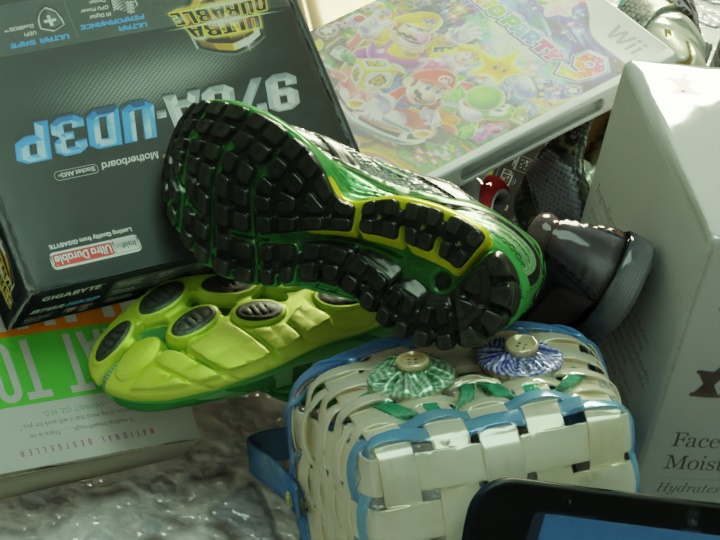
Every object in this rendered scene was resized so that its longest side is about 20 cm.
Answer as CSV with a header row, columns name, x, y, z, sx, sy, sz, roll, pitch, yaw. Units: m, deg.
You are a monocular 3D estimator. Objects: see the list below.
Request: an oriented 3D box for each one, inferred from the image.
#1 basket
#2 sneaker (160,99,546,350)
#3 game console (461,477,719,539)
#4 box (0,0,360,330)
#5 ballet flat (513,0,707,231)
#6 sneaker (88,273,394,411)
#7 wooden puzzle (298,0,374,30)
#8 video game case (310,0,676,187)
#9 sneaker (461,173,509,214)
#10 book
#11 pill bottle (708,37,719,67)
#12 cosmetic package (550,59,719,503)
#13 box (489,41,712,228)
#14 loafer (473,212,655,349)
name,x,y,z,sx,sy,sz,roll,pitch,yaw
basket,0.048,0.093,1.085,0.176,0.139,0.200,-9,6,-12
sneaker,-0.006,-0.020,1.078,0.200,0.078,0.085,28,15,21
game console,0.135,0.196,0.964,0.200,0.118,0.171,8,39,-12
box,-0.107,-0.070,1.144,0.200,0.046,0.159,-13,73,-30
ballet flat,0.158,-0.092,1.289,0.072,0.072,0.200,24,62,15
sneaker,-0.037,0.040,1.137,0.200,0.084,0.074,-14,43,-28
wooden puzzle,0.054,-0.134,1.495,0.200,0.037,0.185,8,34,-15
video game case,0.050,-0.108,1.256,0.200,0.018,0.143,-27,48,-23
sneaker,0.000,0.000,1.223,0.112,0.071,0.200,32,62,16
book,-0.169,0.007,1.133,0.133,0.048,0.200,-10,71,-36
pill bottle,0.254,-0.094,1.348,0.113,0.200,0.113,12,34,-8
cosmetic package,0.205,0.022,1.174,0.165,0.200,0.165,3,36,-13
box,0.099,-0.074,1.341,0.160,0.044,0.200,20,59,6
loafer,0.083,0.010,1.167,0.063,0.200,0.072,29,70,-8
